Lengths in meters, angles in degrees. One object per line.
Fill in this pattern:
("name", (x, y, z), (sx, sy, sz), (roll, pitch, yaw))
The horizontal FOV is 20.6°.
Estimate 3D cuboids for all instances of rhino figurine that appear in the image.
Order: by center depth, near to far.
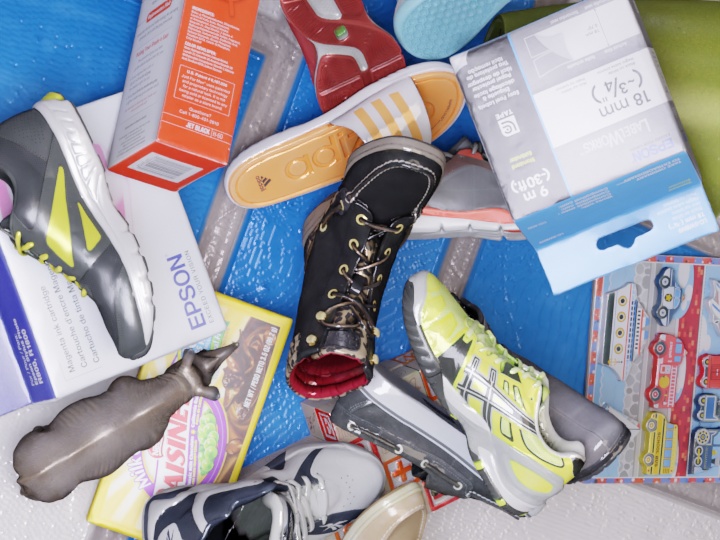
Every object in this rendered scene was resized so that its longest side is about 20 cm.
("rhino figurine", (-0.174, 0.109, 1.476), (0.199, 0.087, 0.060), (-31, 92, -5))

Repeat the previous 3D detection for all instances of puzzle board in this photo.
("puzzle board", (0.265, 0.087, 1.740), (0.149, 0.017, 0.202), (2, 94, -25))

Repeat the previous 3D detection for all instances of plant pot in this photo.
("plant pot", (0.197, -0.142, 1.609), (0.198, 0.187, 0.189), (9, 92, -10))

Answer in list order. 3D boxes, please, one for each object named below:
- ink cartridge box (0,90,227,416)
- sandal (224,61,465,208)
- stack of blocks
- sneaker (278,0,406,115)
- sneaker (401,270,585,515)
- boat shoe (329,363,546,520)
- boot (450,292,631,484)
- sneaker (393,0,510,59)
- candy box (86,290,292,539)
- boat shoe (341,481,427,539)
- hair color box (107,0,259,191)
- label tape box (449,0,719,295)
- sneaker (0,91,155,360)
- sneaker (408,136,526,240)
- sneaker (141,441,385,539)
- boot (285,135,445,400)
("ink cartridge box", (-0.222, -0.012, 1.470), (0.199, 0.043, 0.198), (-23, 95, -22))
("sandal", (-0.004, -0.087, 1.540), (0.205, 0.059, 0.079), (-26, 136, -1))
("stack of blocks", (-0.007, 0.156, 1.596), (0.199, 0.058, 0.116), (-25, 105, -21))
("sneaker", (-0.027, -0.204, 1.541), (0.078, 0.116, 0.201), (-24, 141, -2))
("sneaker", (0.100, 0.083, 1.503), (0.076, 0.075, 0.201), (-29, 96, 19))
("boat shoe", (0.060, 0.144, 1.563), (0.199, 0.069, 0.057), (37, 96, -21))
("boot", (0.121, 0.090, 1.574), (0.070, 0.200, 0.132), (-45, 115, -14))
("sneaker", (0.101, -0.266, 1.546), (0.199, 0.131, 0.079), (-35, 122, 21))
("candy box", (-0.132, 0.115, 1.538), (0.101, 0.026, 0.202), (19, 87, -6))
("boat shoe", (0.022, 0.242, 1.554), (0.072, 0.065, 0.201), (-21, 147, -33))
("hair color box", (-0.124, -0.169, 1.455), (0.061, 0.101, 0.202), (17, 73, -25))
("label tape box", (0.172, -0.096, 1.507), (0.143, 0.063, 0.202), (-22, 91, 12))
("sneaker", (-0.211, -0.023, 1.423), (0.084, 0.074, 0.201), (-23, 85, -14))
("sneaker", (0.101, -0.068, 1.592), (0.198, 0.077, 0.083), (0, 84, -4))
("sneaker", (-0.053, 0.184, 1.473), (0.197, 0.129, 0.080), (-5, 99, -24))
("boot", (0.000, 0.000, 1.484), (0.073, 0.200, 0.152), (19, 60, -19))
